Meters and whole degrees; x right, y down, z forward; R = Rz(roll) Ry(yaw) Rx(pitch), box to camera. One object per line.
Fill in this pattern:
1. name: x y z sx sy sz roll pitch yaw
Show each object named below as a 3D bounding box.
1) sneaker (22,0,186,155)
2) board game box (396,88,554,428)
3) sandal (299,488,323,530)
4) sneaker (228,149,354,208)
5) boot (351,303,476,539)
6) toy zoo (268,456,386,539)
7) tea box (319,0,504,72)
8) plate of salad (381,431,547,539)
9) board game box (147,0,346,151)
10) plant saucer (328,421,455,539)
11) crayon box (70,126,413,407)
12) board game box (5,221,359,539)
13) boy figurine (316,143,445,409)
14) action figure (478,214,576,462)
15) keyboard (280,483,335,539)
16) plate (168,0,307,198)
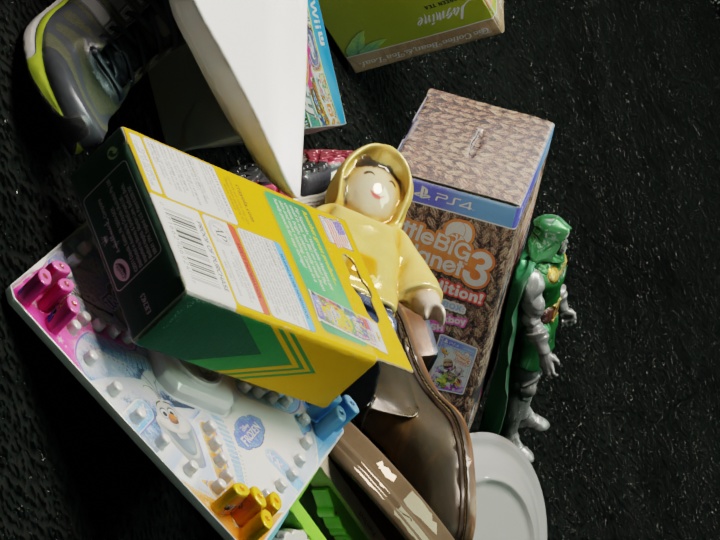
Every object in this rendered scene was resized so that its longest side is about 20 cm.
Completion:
1. sneaker: -0.143 -0.141 1.605 0.201 0.080 0.074 -78 148 -52
2. board game box: 0.060 -0.001 1.938 0.160 0.096 0.201 -62 167 -63
3. sandal: -0.074 0.133 1.689 0.200 0.048 0.076 44 37 -37
4. sneaker: -0.037 -0.043 1.866 0.200 0.080 0.075 -22 112 -63
5. boot: 0.012 0.105 1.792 0.075 0.096 0.201 111 -29 -44
6. toy zoo: -0.045 0.222 1.631 0.132 0.020 0.200 56 49 -30
7. tea box: 0.017 -0.299 2.091 0.197 0.133 0.201 55 28 -49
8. plate of salad: 0.064 0.211 1.916 0.199 0.048 0.202 -16 111 -47
9. board game box: -0.084 -0.159 1.818 0.200 0.064 0.149 -16 93 -72
10. plant saucer: 0.010 0.150 1.742 0.200 0.029 0.200 47 -11 12
11. crayon box: -0.068 0.004 1.585 0.199 0.052 0.126 21 35 -46
12. board game box: -0.096 0.049 1.565 0.200 0.026 0.200 48 23 -3
13. boy figurine: 0.000 0.000 1.742 0.201 0.124 0.065 -72 -177 -45
14. action figure: 0.125 0.044 1.959 0.118 0.054 0.201 -62 162 -51
15. keyboard: -0.061 0.121 1.660 0.200 0.011 0.057 46 31 -36
16. plate: -0.078 -0.174 1.645 0.200 0.032 0.201 64 20 -48
